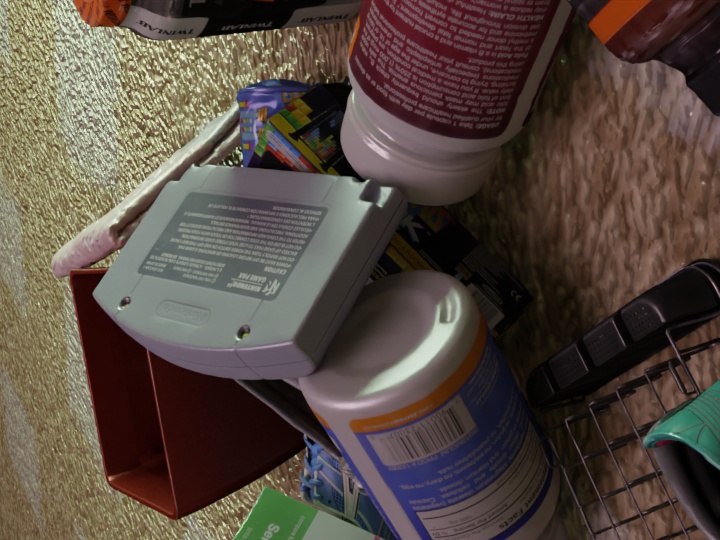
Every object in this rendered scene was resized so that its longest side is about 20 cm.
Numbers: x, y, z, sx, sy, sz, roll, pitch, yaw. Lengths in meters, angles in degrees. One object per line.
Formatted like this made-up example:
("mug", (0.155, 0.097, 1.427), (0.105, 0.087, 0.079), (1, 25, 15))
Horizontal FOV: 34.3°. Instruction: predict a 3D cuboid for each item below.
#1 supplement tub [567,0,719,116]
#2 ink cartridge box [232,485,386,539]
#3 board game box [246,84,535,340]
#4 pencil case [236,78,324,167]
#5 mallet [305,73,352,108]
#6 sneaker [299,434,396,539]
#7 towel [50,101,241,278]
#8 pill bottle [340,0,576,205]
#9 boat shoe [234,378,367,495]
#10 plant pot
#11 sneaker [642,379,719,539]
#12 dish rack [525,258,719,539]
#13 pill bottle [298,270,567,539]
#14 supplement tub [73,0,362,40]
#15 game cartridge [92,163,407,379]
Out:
("supplement tub", (0.117, -0.164, 0.495), (0.200, 0.107, 0.107), (51, 149, 2))
("ink cartridge box", (-0.005, 0.267, 0.847), (0.199, 0.088, 0.146), (21, 130, 10))
("board game box", (0.000, 0.000, 0.795), (0.200, 0.057, 0.165), (46, 147, 6))
("pencil case", (-0.047, -0.050, 0.917), (0.078, 0.086, 0.202), (-89, -7, -81))
("mallet", (0.001, -0.179, 0.791), (0.041, 0.065, 0.201), (45, 137, 45))
("sneaker", (-0.012, 0.140, 0.888), (0.076, 0.077, 0.201), (-15, 100, 63))
("towel", (-0.193, -0.072, 1.079), (0.032, 0.191, 0.200), (49, 154, -11))
("pill bottle", (0.057, -0.140, 0.649), (0.114, 0.114, 0.201), (58, 146, 33))
("boat shoe", (-0.018, 0.104, 0.805), (0.202, 0.065, 0.074), (46, 146, 5))
("plant pot", (-0.128, 0.082, 1.016), (0.199, 0.175, 0.202), (-1, 99, 62))
("sneaker", (0.176, 0.043, 0.489), (0.083, 0.120, 0.202), (9, 108, 61))
("dish rack", (0.166, 0.113, 0.610), (0.201, 0.054, 0.153), (68, 152, 16))
("pill bottle", (0.053, 0.108, 0.698), (0.112, 0.112, 0.201), (30, 155, 55))
("supplement tub", (-0.098, -0.227, 0.813), (0.122, 0.199, 0.123), (34, 130, 53))
("game cartridge", (-0.075, -0.001, 0.711), (0.199, 0.133, 0.041), (10, 147, 44))
